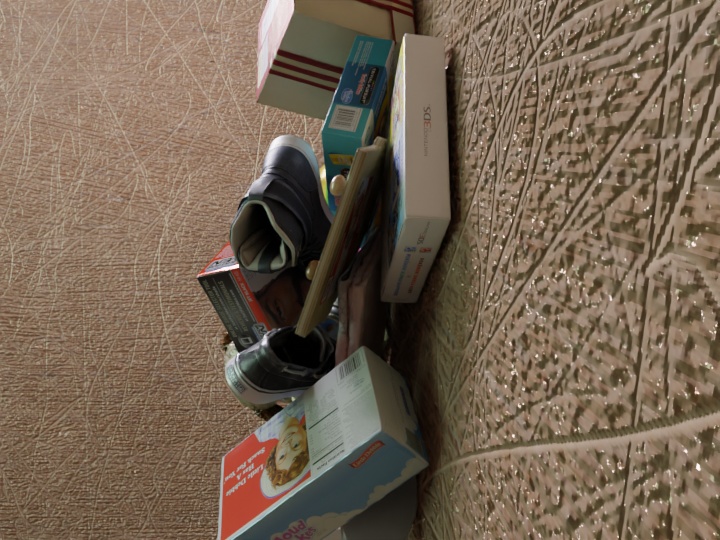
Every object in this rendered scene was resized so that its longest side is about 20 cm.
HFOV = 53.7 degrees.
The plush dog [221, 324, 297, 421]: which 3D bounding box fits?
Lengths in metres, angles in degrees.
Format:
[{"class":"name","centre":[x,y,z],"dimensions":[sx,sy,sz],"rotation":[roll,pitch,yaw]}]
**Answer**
[{"class":"plush dog","centre":[-0.119,0.128,0.977],"dimensions":[0.172,0.160,0.200],"rotation":[-34,73,36]}]

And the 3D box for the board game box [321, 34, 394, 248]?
[{"class":"board game box","centre":[0.002,-0.144,0.836],"dimensions":[0.200,0.047,0.151],"rotation":[87,-163,-58]}]

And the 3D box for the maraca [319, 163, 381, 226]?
[{"class":"maraca","centre":[-0.010,-0.090,1.050],"dimensions":[0.200,0.107,0.137],"rotation":[57,-136,-58]}]

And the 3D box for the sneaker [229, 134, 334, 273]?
[{"class":"sneaker","centre":[-0.070,-0.020,0.761],"dimensions":[0.146,0.077,0.203],"rotation":[-75,-30,-48]}]

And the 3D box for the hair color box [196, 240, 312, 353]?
[{"class":"hair color box","centre":[-0.104,-0.004,0.859],"dimensions":[0.111,0.064,0.200],"rotation":[66,-150,-24]}]

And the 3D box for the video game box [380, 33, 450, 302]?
[{"class":"video game box","centre":[0.050,-0.094,0.705],"dimensions":[0.182,0.047,0.201],"rotation":[97,175,-65]}]

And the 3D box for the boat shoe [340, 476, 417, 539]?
[{"class":"boat shoe","centre":[0.013,0.212,0.721],"dimensions":[0.086,0.074,0.202],"rotation":[100,175,-45]}]

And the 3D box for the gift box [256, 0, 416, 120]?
[{"class":"gift box","centre":[-0.032,-0.305,0.951],"dimensions":[0.200,0.186,0.185],"rotation":[131,143,-55]}]

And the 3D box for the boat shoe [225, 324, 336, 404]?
[{"class":"boat shoe","centre":[-0.059,0.086,0.742],"dimensions":[0.072,0.068,0.200],"rotation":[54,-161,17]}]

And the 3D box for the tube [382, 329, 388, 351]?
[{"class":"tube","centre":[0.006,0.116,1.012],"dimensions":[0.052,0.058,0.200],"rotation":[-47,-15,-37]}]

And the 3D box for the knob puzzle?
[{"class":"knob puzzle","centre":[-0.019,-0.042,0.718],"dimensions":[0.220,0.030,0.220],"rotation":[20,-90,-84]}]

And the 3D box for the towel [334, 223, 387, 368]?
[{"class":"towel","centre":[0.002,0.063,0.810],"dimensions":[0.200,0.032,0.192],"rotation":[-60,-24,-65]}]

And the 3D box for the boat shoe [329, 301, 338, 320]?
[{"class":"boat shoe","centre":[-0.031,0.117,1.093],"dimensions":[0.062,0.073,0.200],"rotation":[-58,-16,-28]}]

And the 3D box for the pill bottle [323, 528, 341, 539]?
[{"class":"pill bottle","centre":[-0.038,0.299,0.949],"dimensions":[0.200,0.115,0.116],"rotation":[-96,12,-61]}]

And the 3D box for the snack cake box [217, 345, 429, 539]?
[{"class":"snack cake box","centre":[-0.041,0.178,0.663],"dimensions":[0.200,0.067,0.115],"rotation":[-39,31,16]}]

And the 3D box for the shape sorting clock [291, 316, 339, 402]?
[{"class":"shape sorting clock","centre":[-0.024,0.151,0.872],"dimensions":[0.200,0.039,0.201],"rotation":[36,-136,-46]}]
